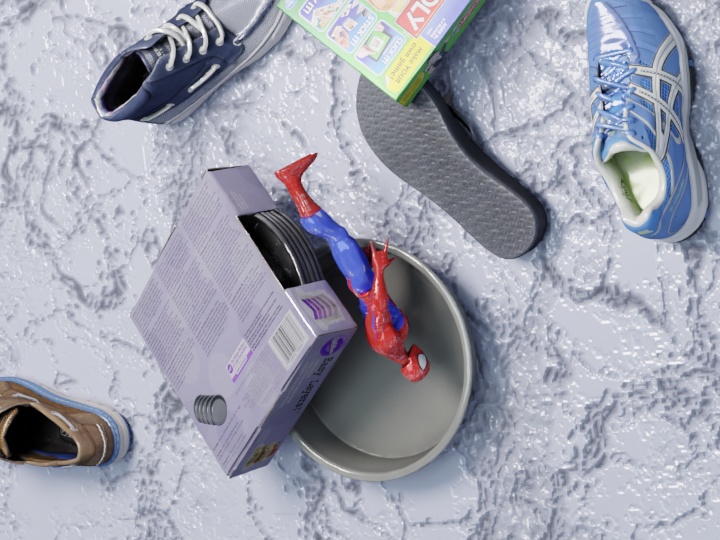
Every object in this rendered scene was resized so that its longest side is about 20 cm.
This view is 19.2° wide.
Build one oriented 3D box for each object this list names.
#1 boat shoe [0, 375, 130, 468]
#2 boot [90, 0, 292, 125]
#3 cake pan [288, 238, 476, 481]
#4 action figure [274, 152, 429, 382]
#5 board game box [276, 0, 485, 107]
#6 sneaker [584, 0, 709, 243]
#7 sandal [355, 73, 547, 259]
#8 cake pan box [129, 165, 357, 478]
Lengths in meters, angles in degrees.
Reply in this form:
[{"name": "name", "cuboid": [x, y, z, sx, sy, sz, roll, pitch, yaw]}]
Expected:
[{"name": "boat shoe", "cuboid": [-0.308, 0.138, 1.930, 0.200, 0.072, 0.072, 4, 97, 30]}, {"name": "boot", "cuboid": [-0.137, -0.190, 1.778, 0.200, 0.090, 0.073, -46, 73, 27]}, {"name": "cake pan", "cuboid": [0.011, 0.072, 1.752, 0.200, 0.037, 0.201, 4, 97, 30]}, {"name": "action figure", "cuboid": [0.000, 0.000, 1.689, 0.052, 0.065, 0.200, -28, 96, -11]}, {"name": "board game box", "cuboid": [0.044, -0.248, 1.670, 0.135, 0.029, 0.200, 39, 98, 22]}, {"name": "sneaker", "cuboid": [0.208, -0.118, 1.589, 0.076, 0.077, 0.200, -19, 85, 33]}, {"name": "sandal", "cuboid": [0.070, -0.089, 1.701, 0.200, 0.043, 0.076, 49, 125, 8]}, {"name": "cake pan box", "cuboid": [-0.101, 0.040, 1.763, 0.184, 0.052, 0.200, 53, 134, 25]}]
